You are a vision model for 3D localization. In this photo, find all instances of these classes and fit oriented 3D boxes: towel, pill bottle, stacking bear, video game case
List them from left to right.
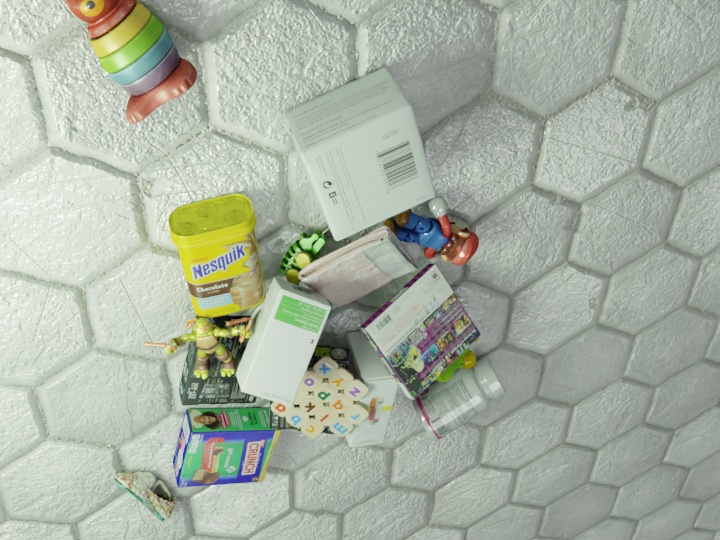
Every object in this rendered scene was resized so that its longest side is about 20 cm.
[{"bbox_3d":[-0.333,-0.331,1.239,0.120,0.115,0.201,-27,124,13],"label":"stacking bear"},{"bbox_3d":[0.000,0.000,1.660,0.188,0.033,0.200,-26,156,11],"label":"towel"},{"bbox_3d":[0.121,0.120,1.758,0.199,0.036,0.183,-41,107,-17],"label":"video game case"},{"bbox_3d":[0.225,0.289,2.013,0.198,0.114,0.114,-31,134,5],"label":"pill bottle"}]

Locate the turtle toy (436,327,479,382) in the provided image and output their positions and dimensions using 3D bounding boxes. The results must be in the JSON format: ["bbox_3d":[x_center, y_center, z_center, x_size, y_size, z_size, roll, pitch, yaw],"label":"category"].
[{"bbox_3d":[0.169,0.169,1.893,0.142,0.102,0.203,-11,133,-13],"label":"turtle toy"}]

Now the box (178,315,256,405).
[{"bbox_3d":[-0.265,0.180,1.753,0.157,0.044,0.203,1,128,-25],"label":"box"}]

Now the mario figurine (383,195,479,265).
[{"bbox_3d":[0.141,-0.078,1.704,0.197,0.123,0.108,19,79,-26],"label":"mario figurine"}]

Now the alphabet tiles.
[{"bbox_3d":[-0.083,0.254,1.774,0.199,0.015,0.195,37,121,-15],"label":"alphabet tiles"}]

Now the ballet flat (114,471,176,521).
[{"bbox_3d":[-0.461,0.474,1.916,0.064,0.075,0.201,-50,142,-19],"label":"ballet flat"}]

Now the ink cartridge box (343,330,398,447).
[{"bbox_3d":[0.009,0.246,1.860,0.081,0.146,0.203,-3,130,-19],"label":"ink cartridge box"}]

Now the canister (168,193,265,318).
[{"bbox_3d":[-0.246,-0.021,1.560,0.145,0.087,0.203,-14,135,-10],"label":"canister"}]

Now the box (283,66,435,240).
[{"bbox_3d":[0.001,-0.194,1.486,0.197,0.132,0.201,-24,134,-2],"label":"box"}]

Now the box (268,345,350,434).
[{"bbox_3d":[-0.107,0.244,1.816,0.156,0.045,0.204,5,124,-1],"label":"box"}]

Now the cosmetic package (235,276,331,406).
[{"bbox_3d":[-0.141,0.129,1.611,0.106,0.085,0.204,18,99,-20],"label":"cosmetic package"}]

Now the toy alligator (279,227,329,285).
[{"bbox_3d":[-0.102,-0.040,1.631,0.054,0.059,0.202,34,116,3],"label":"toy alligator"}]

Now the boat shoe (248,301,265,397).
[{"bbox_3d":[-0.183,0.151,1.690,0.071,0.061,0.205,2,125,-24],"label":"boat shoe"}]

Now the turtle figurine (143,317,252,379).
[{"bbox_3d":[-0.289,0.134,1.622,0.196,0.065,0.163,-15,142,-8],"label":"turtle figurine"}]

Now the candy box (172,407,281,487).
[{"bbox_3d":[-0.286,0.377,1.889,0.196,0.078,0.171,1,128,-26],"label":"candy box"}]

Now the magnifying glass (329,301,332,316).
[{"bbox_3d":[-0.122,0.121,1.784,0.078,0.023,0.202,14,120,-32],"label":"magnifying glass"}]
